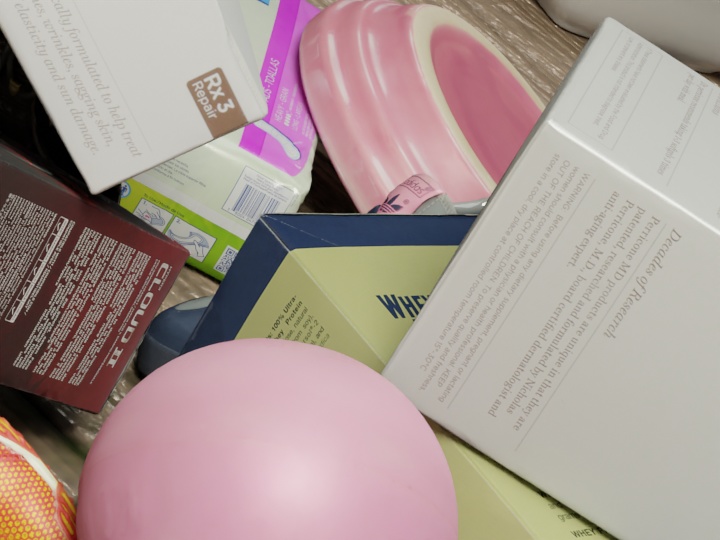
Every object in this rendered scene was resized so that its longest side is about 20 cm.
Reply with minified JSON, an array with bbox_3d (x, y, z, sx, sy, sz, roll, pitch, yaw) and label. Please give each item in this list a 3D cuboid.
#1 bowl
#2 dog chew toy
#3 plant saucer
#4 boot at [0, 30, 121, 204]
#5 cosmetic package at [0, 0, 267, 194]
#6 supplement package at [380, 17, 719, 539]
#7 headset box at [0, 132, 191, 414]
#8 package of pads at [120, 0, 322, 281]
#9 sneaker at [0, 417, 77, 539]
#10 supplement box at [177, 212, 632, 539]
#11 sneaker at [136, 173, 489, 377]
[{"bbox_3d":[0.162,-0.195,1.772,0.199,0.075,0.200,13,31,-34],"label":"bowl"},{"bbox_3d":[-0.038,0.125,0.912,0.124,0.124,0.201,21,61,-21],"label":"dog chew toy"},{"bbox_3d":[0.052,-0.047,1.341,0.201,0.051,0.201,45,23,-24],"label":"plant saucer"},{"bbox_3d":[-0.168,-0.109,1.136,0.174,0.069,0.200,31,-22,36],"label":"boot"},{"bbox_3d":[-0.092,-0.120,1.032,0.200,0.074,0.102,-104,169,-63],"label":"cosmetic package"},{"bbox_3d":[0.128,0.028,0.985,0.200,0.118,0.117,33,26,2],"label":"supplement package"},{"bbox_3d":[-0.161,-0.023,1.032,0.148,0.075,0.200,31,1,20],"label":"headset box"},{"bbox_3d":[-0.093,-0.090,1.313,0.154,0.068,0.200,28,26,-10],"label":"package of pads"},{"bbox_3d":[-0.179,0.065,0.969,0.199,0.073,0.077,29,45,5],"label":"sneaker"},{"bbox_3d":[0.052,0.092,1.077,0.199,0.135,0.200,-1,41,-49],"label":"supplement box"},{"bbox_3d":[0.000,0.000,1.194,0.199,0.082,0.070,-11,31,-30],"label":"sneaker"}]
